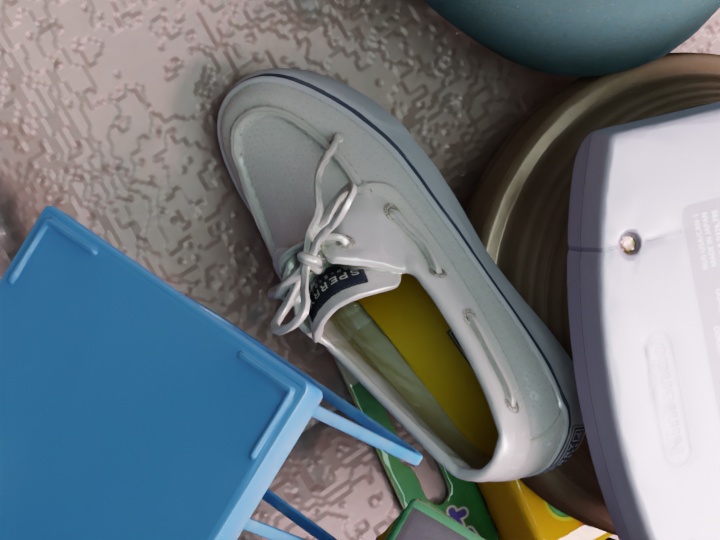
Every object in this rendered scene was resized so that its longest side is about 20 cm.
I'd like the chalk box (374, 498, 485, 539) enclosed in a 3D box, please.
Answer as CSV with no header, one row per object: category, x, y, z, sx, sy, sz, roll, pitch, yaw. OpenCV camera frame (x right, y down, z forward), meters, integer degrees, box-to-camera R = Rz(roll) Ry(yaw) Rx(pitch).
chalk box,0.031,0.174,1.049,0.124,0.200,0.124,31,73,0

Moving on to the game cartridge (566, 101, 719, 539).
game cartridge,0.146,0.036,1.075,0.133,0.040,0.201,-13,96,-23

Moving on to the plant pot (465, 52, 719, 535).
plant pot,0.144,0.012,1.141,0.199,0.093,0.202,0,91,-21

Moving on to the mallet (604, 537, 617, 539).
mallet,0.179,0.141,1.197,0.198,0.066,0.041,6,92,0

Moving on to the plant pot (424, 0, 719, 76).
plant pot,0.086,-0.158,1.131,0.199,0.200,0.135,-29,134,-17

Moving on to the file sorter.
file sorter,-0.091,0.107,1.059,0.201,0.138,0.123,-58,148,2

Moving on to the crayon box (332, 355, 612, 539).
crayon box,0.100,0.037,1.201,0.199,0.052,0.126,-28,102,-17

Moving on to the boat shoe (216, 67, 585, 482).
boat shoe,-0.002,0.004,1.102,0.202,0.075,0.086,53,31,16
